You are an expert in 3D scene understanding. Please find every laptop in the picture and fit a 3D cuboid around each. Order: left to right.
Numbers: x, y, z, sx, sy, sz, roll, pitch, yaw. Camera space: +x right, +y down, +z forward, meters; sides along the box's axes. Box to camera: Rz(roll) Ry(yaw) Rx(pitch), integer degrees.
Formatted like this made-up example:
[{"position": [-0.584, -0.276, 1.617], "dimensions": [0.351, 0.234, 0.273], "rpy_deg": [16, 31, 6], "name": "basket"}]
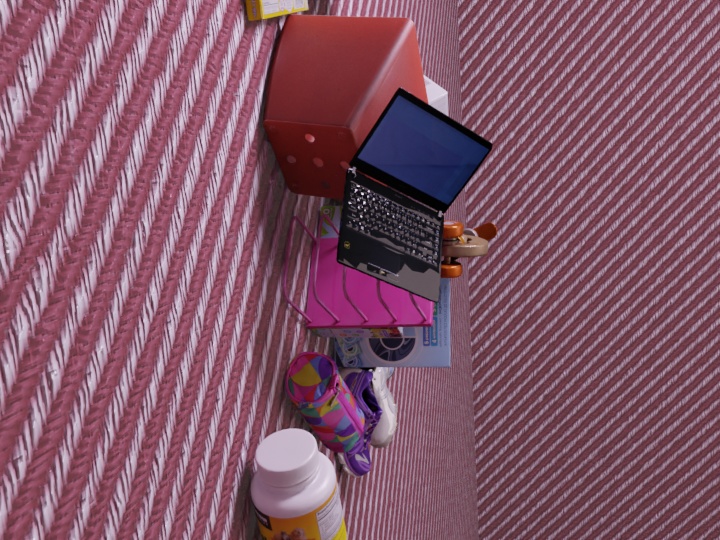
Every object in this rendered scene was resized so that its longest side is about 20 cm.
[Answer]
[{"position": [0.074, -0.089, 0.965], "dimensions": [0.174, 0.102, 0.206], "rpy_deg": [21, 64, -33], "name": "laptop"}]

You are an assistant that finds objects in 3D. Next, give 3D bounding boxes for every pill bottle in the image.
[{"position": [-0.076, 0.303, 0.947], "dimensions": [0.110, 0.106, 0.205], "rpy_deg": [-64, 149, -60], "name": "pill bottle"}]

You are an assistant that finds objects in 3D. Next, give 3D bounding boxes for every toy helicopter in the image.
[{"position": [0.132, -0.053, 1.233], "dimensions": [0.129, 0.198, 0.081], "rpy_deg": [-11, 108, -32], "name": "toy helicopter"}]

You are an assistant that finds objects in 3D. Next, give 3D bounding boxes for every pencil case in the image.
[{"position": [-0.048, 0.197, 1.113], "dimensions": [0.201, 0.086, 0.091], "rpy_deg": [67, 26, -56], "name": "pencil case"}]

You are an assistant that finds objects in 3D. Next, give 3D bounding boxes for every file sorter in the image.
[{"position": [-0.001, -0.005, 1.092], "dimensions": [0.126, 0.194, 0.143], "rpy_deg": [50, 41, -62], "name": "file sorter"}]

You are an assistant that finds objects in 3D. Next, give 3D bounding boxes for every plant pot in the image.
[{"position": [-0.027, -0.210, 1.049], "dimensions": [0.202, 0.195, 0.179], "rpy_deg": [70, 37, -49], "name": "plant pot"}]

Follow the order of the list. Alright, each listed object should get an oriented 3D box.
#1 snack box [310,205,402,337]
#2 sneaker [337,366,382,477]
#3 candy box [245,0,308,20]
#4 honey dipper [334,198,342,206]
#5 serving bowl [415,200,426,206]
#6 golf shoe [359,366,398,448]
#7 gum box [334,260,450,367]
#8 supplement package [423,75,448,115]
[{"position": [0.000, 0.000, 1.196], "dimensions": [0.053, 0.138, 0.206], "rpy_deg": [56, 35, -66], "name": "snack box"}, {"position": [0.001, 0.263, 1.294], "dimensions": [0.081, 0.081, 0.206], "rpy_deg": [-56, 143, -64], "name": "sneaker"}, {"position": [-0.113, -0.396, 1.015], "dimensions": [0.200, 0.026, 0.105], "rpy_deg": [-58, 142, -65], "name": "candy box"}, {"position": [-0.018, -0.082, 1.353], "dimensions": [0.202, 0.037, 0.039], "rpy_deg": [77, 18, -51], "name": "honey dipper"}, {"position": [0.055, -0.160, 1.230], "dimensions": [0.065, 0.198, 0.204], "rpy_deg": [-37, 135, -27], "name": "serving bowl"}, {"position": [0.020, 0.230, 1.432], "dimensions": [0.097, 0.077, 0.206], "rpy_deg": [29, 54, -53], "name": "golf shoe"}, {"position": [0.053, 0.073, 1.267], "dimensions": [0.045, 0.194, 0.175], "rpy_deg": [-48, 137, -80], "name": "gum box"}, {"position": [0.082, -0.226, 1.324], "dimensions": [0.114, 0.108, 0.203], "rpy_deg": [47, -24, 40], "name": "supplement package"}]
